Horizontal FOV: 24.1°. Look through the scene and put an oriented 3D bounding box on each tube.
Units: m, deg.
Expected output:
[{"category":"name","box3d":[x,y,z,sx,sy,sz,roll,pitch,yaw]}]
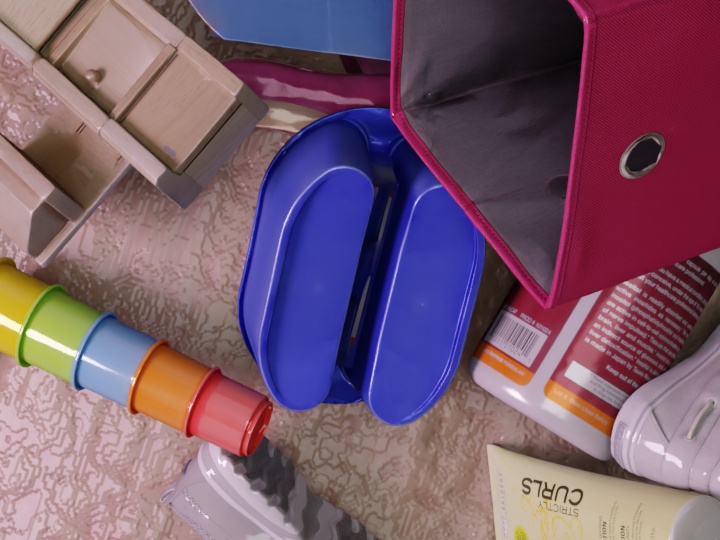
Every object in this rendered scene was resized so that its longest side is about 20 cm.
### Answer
[{"category":"tube","box3d":[0.141,0.155,1.041,0.052,0.199,0.058,40,71,-26]}]

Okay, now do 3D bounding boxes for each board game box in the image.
[{"category":"board game box","box3d":[-0.029,-0.193,1.063,0.198,0.039,0.159,5,61,-17]}]

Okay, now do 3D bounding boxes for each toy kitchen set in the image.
[{"category":"toy kitchen set","box3d":[-0.200,-0.117,0.971,0.200,0.180,0.163,40,89,28]}]

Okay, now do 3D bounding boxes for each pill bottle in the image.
[{"category":"pill bottle","box3d":[0.162,0.009,1.066,0.112,0.113,0.201,31,90,-4]}]

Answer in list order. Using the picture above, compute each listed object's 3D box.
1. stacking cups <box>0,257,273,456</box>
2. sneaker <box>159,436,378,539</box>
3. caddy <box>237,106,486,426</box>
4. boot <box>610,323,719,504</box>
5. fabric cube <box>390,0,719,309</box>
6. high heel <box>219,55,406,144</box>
[{"category":"stacking cups","box3d":[-0.151,0.062,1.052,0.199,0.060,0.061,27,91,10]},{"category":"sneaker","box3d":[-0.045,0.189,1.095,0.082,0.075,0.200,-37,97,28]},{"category":"caddy","box3d":[0.000,0.000,1.058,0.140,0.105,0.202,9,109,-13]},{"category":"boot","box3d":[0.250,0.082,1.045,0.199,0.095,0.074,-34,132,-34]},{"category":"fabric cube","box3d":[0.148,-0.132,0.934,0.198,0.200,0.197,-17,136,-20]},{"category":"high heel","box3d":[-0.051,-0.089,1.073,0.198,0.067,0.097,-19,83,-16]}]
